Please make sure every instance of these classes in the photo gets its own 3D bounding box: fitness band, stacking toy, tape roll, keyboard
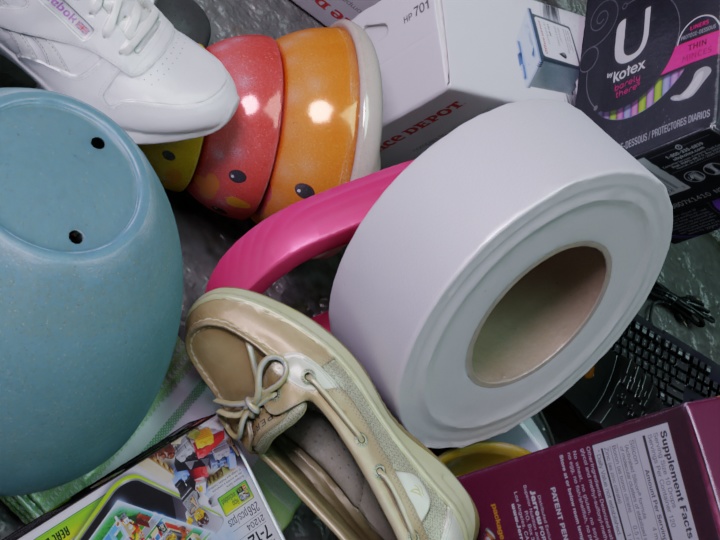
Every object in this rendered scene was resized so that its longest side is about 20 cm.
[{"bbox_3d":[0.000,0.000,0.829,0.198,0.144,0.038,-22,57,-18],"label":"fitness band"},{"bbox_3d":[-0.095,-0.088,0.839,0.198,0.146,0.148,6,67,-18],"label":"stacking toy"},{"bbox_3d":[0.081,0.006,0.801,0.201,0.204,0.071,-9,44,-42],"label":"tape roll"},{"bbox_3d":[0.229,0.054,1.100,0.199,0.021,0.128,29,56,-29],"label":"keyboard"}]

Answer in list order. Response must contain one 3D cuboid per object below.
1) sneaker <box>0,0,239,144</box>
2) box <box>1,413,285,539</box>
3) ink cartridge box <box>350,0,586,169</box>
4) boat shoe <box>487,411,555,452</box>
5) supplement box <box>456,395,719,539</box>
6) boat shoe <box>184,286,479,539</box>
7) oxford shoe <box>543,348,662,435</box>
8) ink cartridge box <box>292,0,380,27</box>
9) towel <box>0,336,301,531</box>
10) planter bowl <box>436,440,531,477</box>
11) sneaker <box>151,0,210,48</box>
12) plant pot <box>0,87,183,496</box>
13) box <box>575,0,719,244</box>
[{"bbox_3d":[-0.151,-0.136,0.736,0.198,0.100,0.075,28,50,-7],"label":"sneaker"},{"bbox_3d":[-0.123,0.165,0.712,0.199,0.035,0.111,-31,95,-45],"label":"box"},{"bbox_3d":[0.083,-0.119,0.961,0.198,0.146,0.087,6,71,-38],"label":"ink cartridge box"},{"bbox_3d":[0.072,0.062,0.937,0.201,0.070,0.066,56,20,6],"label":"boat shoe"},{"bbox_3d":[0.145,0.130,0.760,0.110,0.199,0.087,-4,74,-40],"label":"supplement box"},{"bbox_3d":[-0.023,0.093,0.747,0.201,0.073,0.063,47,39,-3],"label":"boat shoe"},{"bbox_3d":[0.125,0.052,0.969,0.073,0.084,0.201,-49,121,-24],"label":"oxford shoe"},{"bbox_3d":[0.034,-0.234,0.934,0.145,0.199,0.085,33,57,-24],"label":"ink cartridge box"},{"bbox_3d":[-0.123,0.100,0.777,0.200,0.031,0.150,49,49,-14],"label":"towel"},{"bbox_3d":[0.066,0.212,0.854,0.199,0.083,0.203,17,61,-34],"label":"planter bowl"},{"bbox_3d":[-0.161,-0.176,0.822,0.199,0.088,0.075,19,59,-35],"label":"sneaker"},{"bbox_3d":[-0.168,-0.010,0.684,0.198,0.135,0.202,16,53,-22],"label":"plant pot"},{"bbox_3d":[0.217,-0.139,0.899,0.105,0.122,0.202,25,61,-31],"label":"box"}]
